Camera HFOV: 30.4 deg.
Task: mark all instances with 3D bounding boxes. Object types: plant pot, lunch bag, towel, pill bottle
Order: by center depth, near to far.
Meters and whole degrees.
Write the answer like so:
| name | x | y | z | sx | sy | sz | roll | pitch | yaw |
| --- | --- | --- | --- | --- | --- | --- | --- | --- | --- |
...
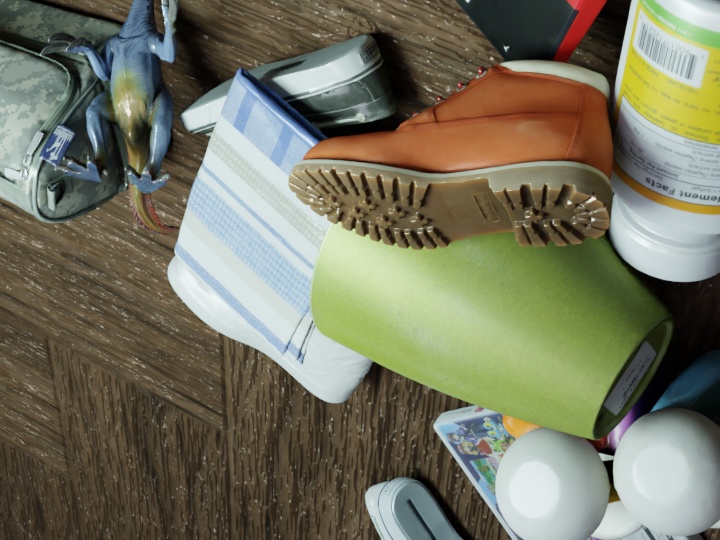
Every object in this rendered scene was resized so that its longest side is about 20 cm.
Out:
| name | x | y | z | sx | sy | sz | roll | pitch | yaw |
| --- | --- | --- | --- | --- | --- | --- | --- | --- | --- |
| pill bottle | 0.203 | -0.094 | 0.779 | 0.110 | 0.111 | 0.202 | 24 | 137 | 21 |
| plant pot | 0.100 | 0.016 | 0.880 | 0.199 | 0.187 | 0.189 | 33 | 140 | 24 |
| towel | -0.067 | -0.036 | 1.005 | 0.147 | 0.024 | 0.201 | 40 | 135 | 15 |
| lunch bag | -0.281 | -0.127 | 1.111 | 0.198 | 0.168 | 0.141 | 20 | 136 | 25 |

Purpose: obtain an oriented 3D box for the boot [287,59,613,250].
| name | x | y | z | sx | sy | sz | roll | pitch | yaw |
| --- | --- | --- | --- | --- | --- | --- | --- | --- | --- |
| boot | 0.056 | -0.074 | 0.796 | 0.197 | 0.108 | 0.075 | 1 | 151 | 19 |

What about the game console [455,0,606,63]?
| name | x | y | z | sx | sy | sz | roll | pitch | yaw |
| --- | --- | --- | --- | --- | --- | --- | --- | --- | --- |
| game console | 0.083 | -0.233 | 0.782 | 0.201 | 0.031 | 0.177 | 54 | 149 | 18 |

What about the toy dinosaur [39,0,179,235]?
| name | x | y | z | sx | sy | sz | roll | pitch | yaw |
| --- | --- | --- | --- | --- | --- | --- | --- | --- | --- |
| toy dinosaur | -0.188 | -0.155 | 1.035 | 0.103 | 0.184 | 0.201 | 4 | 155 | -1 |

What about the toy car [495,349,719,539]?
| name | x | y | z | sx | sy | sz | roll | pitch | yaw |
| --- | --- | --- | --- | --- | --- | --- | --- | --- | --- |
| toy car | 0.193 | 0.115 | 0.949 | 0.198 | 0.174 | 0.152 | -13 | 77 | 28 |

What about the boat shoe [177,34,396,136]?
| name | x | y | z | sx | sy | sz | roll | pitch | yaw |
| --- | --- | --- | --- | --- | --- | --- | --- | --- | --- |
| boat shoe | -0.059 | -0.121 | 1.005 | 0.198 | 0.071 | 0.064 | -8 | 115 | 42 |

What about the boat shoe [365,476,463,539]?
| name | x | y | z | sx | sy | sz | roll | pitch | yaw |
| --- | --- | --- | --- | --- | --- | --- | --- | --- | --- |
| boat shoe | 0.073 | 0.280 | 1.263 | 0.067 | 0.073 | 0.202 | -11 | 108 | 61 |

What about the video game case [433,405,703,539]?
| name | x | y | z | sx | sy | sz | roll | pitch | yaw |
| --- | --- | --- | --- | --- | --- | --- | --- | --- | --- |
| video game case | 0.179 | 0.187 | 1.118 | 0.181 | 0.023 | 0.201 | -19 | 112 | 47 |

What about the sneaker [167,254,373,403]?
| name | x | y | z | sx | sy | sz | roll | pitch | yaw |
| --- | --- | --- | --- | --- | --- | --- | --- | --- | --- |
| sneaker | -0.065 | 0.021 | 1.142 | 0.199 | 0.074 | 0.116 | 34 | 139 | -4 |
